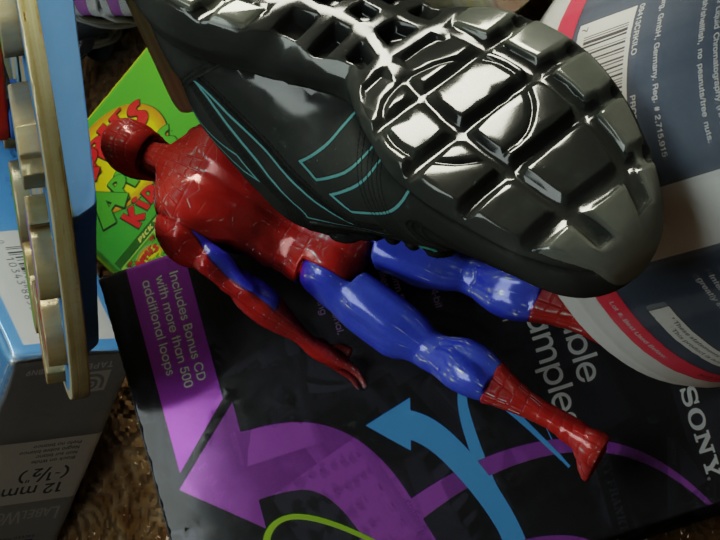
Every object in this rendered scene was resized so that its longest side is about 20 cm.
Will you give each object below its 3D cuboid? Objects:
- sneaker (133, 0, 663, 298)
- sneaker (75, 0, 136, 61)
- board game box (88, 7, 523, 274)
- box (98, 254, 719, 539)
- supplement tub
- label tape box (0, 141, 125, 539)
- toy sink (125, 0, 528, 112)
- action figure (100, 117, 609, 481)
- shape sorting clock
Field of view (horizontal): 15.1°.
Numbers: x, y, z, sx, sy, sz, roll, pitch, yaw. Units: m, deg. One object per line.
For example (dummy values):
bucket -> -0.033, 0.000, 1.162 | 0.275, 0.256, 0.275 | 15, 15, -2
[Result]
sneaker -> 0.013, -0.043, 0.819 | 0.200, 0.075, 0.079 | 36, 148, 33
sneaker -> -0.113, -0.110, 1.167 | 0.200, 0.078, 0.140 | 51, 126, 47
board game box -> -0.026, -0.073, 1.022 | 0.200, 0.048, 0.102 | -51, 47, 1
box -> 0.023, 0.040, 0.932 | 0.199, 0.036, 0.143 | -19, 77, 7
supplement tub -> 0.156, -0.048, 0.803 | 0.200, 0.140, 0.141 | -16, 74, 46
label tape box -> -0.180, 0.053, 1.219 | 0.143, 0.066, 0.200 | 59, 141, 34
toy sink -> 0.011, -0.147, 0.878 | 0.200, 0.112, 0.131 | -13, 108, 37
action figure -> 0.000, 0.000, 0.900 | 0.200, 0.052, 0.066 | 29, 83, 9
shape sorting clock -> -0.116, -0.054, 0.934 | 0.200, 0.039, 0.201 | 174, 90, -83
